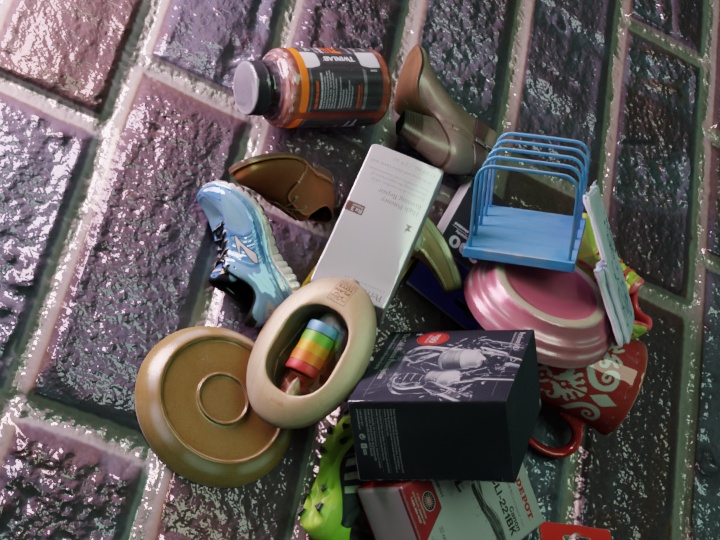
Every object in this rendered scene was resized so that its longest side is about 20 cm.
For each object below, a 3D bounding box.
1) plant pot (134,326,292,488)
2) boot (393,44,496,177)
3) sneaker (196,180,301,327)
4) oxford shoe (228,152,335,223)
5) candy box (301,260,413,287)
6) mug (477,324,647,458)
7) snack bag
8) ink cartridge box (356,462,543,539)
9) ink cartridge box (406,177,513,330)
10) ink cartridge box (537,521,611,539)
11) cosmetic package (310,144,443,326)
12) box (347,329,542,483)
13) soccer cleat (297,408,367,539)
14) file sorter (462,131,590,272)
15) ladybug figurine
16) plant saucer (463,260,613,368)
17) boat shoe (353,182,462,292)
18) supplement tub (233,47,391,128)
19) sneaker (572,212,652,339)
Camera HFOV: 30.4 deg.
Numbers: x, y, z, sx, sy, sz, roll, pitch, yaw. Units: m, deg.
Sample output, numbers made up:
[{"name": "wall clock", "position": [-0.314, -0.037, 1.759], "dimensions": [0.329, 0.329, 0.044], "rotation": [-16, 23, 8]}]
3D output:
[{"name": "plant pot", "position": [-0.164, 0.153, 1.546], "dimensions": [0.200, 0.027, 0.200], "rotation": [13, 59, -23]}, {"name": "boot", "position": [0.124, -0.217, 1.873], "dimensions": [0.146, 0.070, 0.200], "rotation": [22, 52, -17]}, {"name": "sneaker", "position": [-0.149, -0.020, 1.615], "dimensions": [0.090, 0.078, 0.200], "rotation": [-24, 76, -29]}, {"name": "oxford shoe", "position": [-0.088, -0.100, 1.657], "dimensions": [0.200, 0.071, 0.071], "rotation": [13, 59, -56]}, {"name": "candy box", "position": [0.000, 0.000, 1.720], "dimensions": [0.102, 0.026, 0.200], "rotation": [38, 53, -3]}, {"name": "mug", "position": [0.247, 0.132, 1.719], "dimensions": [0.200, 0.133, 0.178], "rotation": [24, 63, -7]}, {"name": "snack bag", "position": [0.317, -0.012, 1.712], "dimensions": [0.189, 0.021, 0.200], "rotation": [-30, 105, -74]}, {"name": "ink cartridge box", "position": [0.110, 0.278, 1.570], "dimensions": [0.200, 0.084, 0.145], "rotation": [-27, 99, -42]}, {"name": "ink cartridge box", "position": [0.184, 0.000, 1.816], "dimensions": [0.198, 0.043, 0.200], "rotation": [37, 54, -9]}, {"name": "ink cartridge box", "position": [0.254, 0.416, 1.621], "dimensions": [0.116, 0.067, 0.200], "rotation": [12, 60, -25]}, {"name": "cosmetic package", "position": [0.020, -0.045, 1.647], "dimensions": [0.101, 0.074, 0.200], "rotation": [21, 71, 4]}, {"name": "box", "position": [0.103, 0.152, 1.533], "dimensions": [0.200, 0.182, 0.104], "rotation": [-54, 139, -64]}, {"name": "soccer cleat", "position": [-0.013, 0.242, 1.570], "dimensions": [0.081, 0.067, 0.200], "rotation": [50, 45, -27]}, {"name": "file sorter", "position": [0.220, -0.093, 1.699], "dimensions": [0.138, 0.123, 0.200], "rotation": [9, 20, 11]}, {"name": "ladybug figurine", "position": [-0.051, 0.099, 1.550], "dimensions": [0.136, 0.072, 0.200], "rotation": [27, 74, 22]}, {"name": "plant saucer", "position": [0.230, 0.038, 1.669], "dimensions": [0.200, 0.051, 0.201], "rotation": [15, 36, -11]}, {"name": "boat shoe", "position": [0.061, -0.048, 1.726], "dimensions": [0.066, 0.074, 0.200], "rotation": [-31, 74, -8]}, {"name": "supplement tub", "position": [-0.065, -0.243, 1.760], "dimensions": [0.200, 0.107, 0.107], "rotation": [-5, 68, -32]}, {"name": "sneaker", "position": [0.349, 0.008, 1.844], "dimensions": [0.078, 0.090, 0.200], "rotation": [-33, 103, -49]}]
